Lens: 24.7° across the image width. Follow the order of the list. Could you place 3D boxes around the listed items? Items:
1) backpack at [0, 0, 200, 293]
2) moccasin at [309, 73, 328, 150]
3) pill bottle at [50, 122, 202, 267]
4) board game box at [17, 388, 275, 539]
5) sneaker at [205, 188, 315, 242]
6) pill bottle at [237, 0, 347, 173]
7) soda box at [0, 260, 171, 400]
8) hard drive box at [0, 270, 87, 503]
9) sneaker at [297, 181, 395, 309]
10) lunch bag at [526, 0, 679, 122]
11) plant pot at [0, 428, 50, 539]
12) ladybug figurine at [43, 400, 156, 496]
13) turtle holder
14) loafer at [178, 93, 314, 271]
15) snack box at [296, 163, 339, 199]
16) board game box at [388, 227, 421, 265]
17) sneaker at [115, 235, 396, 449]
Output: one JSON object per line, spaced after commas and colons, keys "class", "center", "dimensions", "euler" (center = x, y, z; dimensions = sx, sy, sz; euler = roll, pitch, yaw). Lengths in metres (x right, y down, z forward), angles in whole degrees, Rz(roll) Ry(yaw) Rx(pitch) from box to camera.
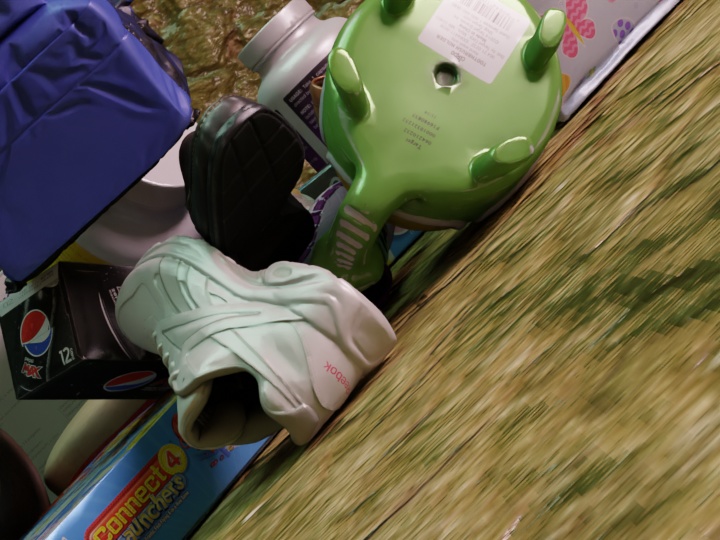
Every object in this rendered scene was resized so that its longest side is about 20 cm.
{"class": "backpack", "center": [-0.199, -0.120, 0.986], "dimensions": [0.162, 0.168, 0.200], "euler": [-36, 23, 2]}
{"class": "moccasin", "center": [0.062, -0.139, 1.194], "dimensions": [0.199, 0.078, 0.074], "euler": [-8, 32, 16]}
{"class": "pill bottle", "center": [-0.172, -0.021, 1.160], "dimensions": [0.112, 0.111, 0.201], "euler": [-48, -9, -47]}
{"class": "board game box", "center": [-0.143, 0.143, 0.960], "dimensions": [0.200, 0.056, 0.196], "euler": [-39, 7, 49]}
{"class": "sneaker", "center": [-0.062, -0.033, 1.122], "dimensions": [0.200, 0.080, 0.078], "euler": [-136, 61, -84]}
{"class": "pill bottle", "center": [-0.011, -0.139, 1.427], "dimensions": [0.112, 0.200, 0.112], "euler": [-43, 5, 4]}
{"class": "soda box", "center": [-0.125, 0.041, 1.030], "dimensions": [0.070, 0.064, 0.199], "euler": [-29, -21, 34]}
{"class": "hard drive box", "center": [-0.245, 0.106, 1.298], "dimensions": [0.156, 0.200, 0.077], "euler": [-43, 5, 1]}
{"class": "sneaker", "center": [0.000, 0.000, 1.038], "dimensions": [0.087, 0.075, 0.201], "euler": [-18, 26, 35]}
{"class": "lunch bag", "center": [0.123, -0.215, 1.094], "dimensions": [0.200, 0.170, 0.127], "euler": [-46, 16, -19]}
{"class": "plant pot", "center": [-0.285, 0.161, 1.074], "dimensions": [0.187, 0.187, 0.200], "euler": [-46, -3, -24]}
{"class": "ladybug figurine", "center": [-0.148, 0.105, 1.177], "dimensions": [0.200, 0.072, 0.136], "euler": [-49, -7, 30]}
{"class": "turtle holder", "center": [0.043, -0.076, 0.961], "dimensions": [0.132, 0.139, 0.188], "euler": [108, 164, -68]}
{"class": "loafer", "center": [-0.075, -0.049, 0.914], "dimensions": [0.073, 0.072, 0.200], "euler": [-46, -14, -16]}
{"class": "snack box", "center": [0.022, -0.101, 1.299], "dimensions": [0.199, 0.037, 0.116], "euler": [-40, 4, -2]}
{"class": "board game box", "center": [-0.016, -0.003, 1.254], "dimensions": [0.200, 0.040, 0.153], "euler": [-45, 4, -7]}
{"class": "sneaker", "center": [-0.078, 0.043, 0.858], "dimensions": [0.199, 0.078, 0.100], "euler": [5, 53, 50]}
